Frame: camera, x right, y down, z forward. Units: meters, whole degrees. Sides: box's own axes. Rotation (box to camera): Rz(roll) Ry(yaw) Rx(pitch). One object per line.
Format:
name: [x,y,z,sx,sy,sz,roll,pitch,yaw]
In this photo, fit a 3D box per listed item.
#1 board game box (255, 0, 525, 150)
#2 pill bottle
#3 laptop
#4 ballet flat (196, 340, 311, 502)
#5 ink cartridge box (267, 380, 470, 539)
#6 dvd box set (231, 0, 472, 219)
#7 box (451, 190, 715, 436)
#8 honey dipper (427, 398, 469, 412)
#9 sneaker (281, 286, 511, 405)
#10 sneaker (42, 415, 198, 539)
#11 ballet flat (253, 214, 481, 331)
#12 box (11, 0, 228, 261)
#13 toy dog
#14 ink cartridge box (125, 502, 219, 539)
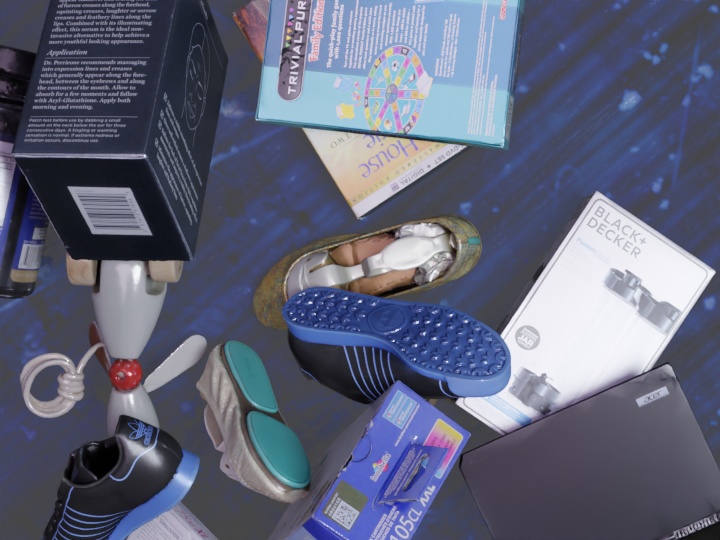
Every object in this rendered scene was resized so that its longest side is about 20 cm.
board game box: [0.026,-0.181,1.331,0.199,0.047,0.152,7,92,10]
pill bottle: [-0.304,-0.084,1.391,0.111,0.112,0.201,14,93,9]
laptop: [0.195,0.184,1.299,0.177,0.200,0.104,-25,59,10]
ballet flat: [-0.088,0.133,1.338,0.067,0.200,0.062,27,110,-29]
ink cartridge box: [0.002,0.174,1.278,0.076,0.200,0.137,35,58,-2]
dvd box set: [0.006,-0.164,1.375,0.146,0.029,0.201,-32,86,9]
box: [0.172,0.051,1.319,0.116,0.060,0.200,35,88,3]
honey dipper: [0.113,0.122,1.365,0.199,0.038,0.038,28,96,4]
sneaker: [0.031,0.071,1.309,0.199,0.070,0.078,16,138,31]
sneaker: [-0.220,0.188,1.372,0.078,0.070,0.200,38,117,-21]
ballet flat: [0.000,0.000,1.363,0.199,0.071,0.071,-16,89,10]
box: [-0.180,-0.130,1.309,0.106,0.149,0.201,1,59,11]
toy dog: [-0.190,0.040,1.399,0.131,0.096,0.201,22,109,2]
ink cartridge box: [-0.178,0.302,1.395,0.119,0.042,0.200,37,96,35]
